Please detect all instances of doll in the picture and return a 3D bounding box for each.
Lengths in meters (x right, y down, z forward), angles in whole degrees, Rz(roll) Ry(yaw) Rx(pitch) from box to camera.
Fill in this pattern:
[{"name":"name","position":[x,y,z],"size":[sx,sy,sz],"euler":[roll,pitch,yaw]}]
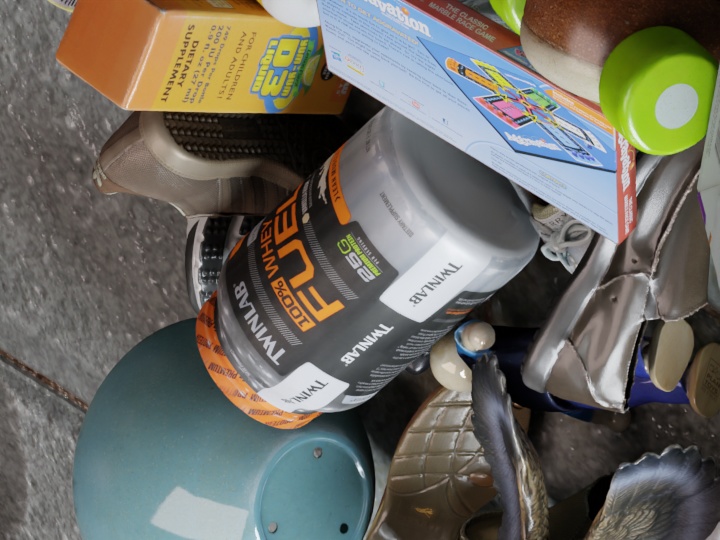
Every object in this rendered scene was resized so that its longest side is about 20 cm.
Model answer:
[{"name":"doll","position":[0.117,0.058,1.599],"size":[0.199,0.049,0.136],"euler":[0,156,45]}]

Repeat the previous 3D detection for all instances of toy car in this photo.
[{"name":"toy car","position":[0.167,-0.175,1.303],"size":[0.164,0.157,0.201],"euler":[-128,47,-56]}]

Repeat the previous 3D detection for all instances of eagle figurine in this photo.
[{"name":"eagle figurine","position":[0.112,0.164,1.571],"size":[0.201,0.151,0.151],"euler":[-71,22,6]}]

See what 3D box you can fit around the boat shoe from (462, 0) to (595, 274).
[{"name":"boat shoe","position":[0.103,-0.060,1.538],"size":[0.074,0.065,0.203],"euler":[-12,108,56]}]

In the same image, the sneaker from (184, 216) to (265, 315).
[{"name":"sneaker","position":[-0.078,-0.066,1.732],"size":[0.080,0.073,0.202],"euler":[15,98,58]}]

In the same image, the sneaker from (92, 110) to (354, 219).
[{"name":"sneaker","position":[-0.076,-0.065,1.657],"size":[0.075,0.199,0.071],"euler":[-29,64,34]}]

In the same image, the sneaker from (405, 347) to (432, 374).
[{"name":"sneaker","position":[-0.016,0.037,1.752],"size":[0.199,0.071,0.083],"euler":[-3,101,53]}]

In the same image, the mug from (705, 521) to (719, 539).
[{"name":"mug","position":[0.213,0.220,1.506],"size":[0.148,0.199,0.176],"euler":[59,157,20]}]

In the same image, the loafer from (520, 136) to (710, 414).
[{"name":"loafer","position":[0.159,-0.009,1.471],"size":[0.071,0.073,0.201],"euler":[31,115,8]}]

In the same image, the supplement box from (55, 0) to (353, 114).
[{"name":"supplement box","position":[-0.079,-0.133,1.589],"size":[0.069,0.199,0.067],"euler":[35,113,29]}]

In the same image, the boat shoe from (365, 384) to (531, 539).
[{"name":"boat shoe","position":[0.051,0.123,1.746],"size":[0.072,0.068,0.201],"euler":[21,125,-6]}]

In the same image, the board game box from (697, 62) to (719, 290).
[{"name":"board game box","position":[0.259,-0.040,1.215],"size":[0.103,0.198,0.105],"euler":[-96,7,-47]}]

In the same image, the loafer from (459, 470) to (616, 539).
[{"name":"loafer","position":[0.141,0.156,1.660],"size":[0.199,0.076,0.068],"euler":[-2,106,36]}]

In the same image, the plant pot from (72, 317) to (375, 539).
[{"name":"plant pot","position":[-0.067,0.137,1.785],"size":[0.134,0.199,0.201],"euler":[11,126,54]}]

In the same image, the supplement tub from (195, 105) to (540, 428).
[{"name":"supplement tub","position":[0.000,0.000,1.609],"size":[0.200,0.122,0.123],"euler":[-42,82,32]}]

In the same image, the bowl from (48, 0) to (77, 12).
[{"name":"bowl","position":[-0.167,-0.267,1.682],"size":[0.201,0.094,0.202],"euler":[43,148,36]}]

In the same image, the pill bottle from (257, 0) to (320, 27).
[{"name":"pill bottle","position":[-0.037,-0.209,1.555],"size":[0.200,0.113,0.113],"euler":[45,145,17]}]

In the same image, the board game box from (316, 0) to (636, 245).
[{"name":"board game box","position":[0.057,-0.096,1.425],"size":[0.199,0.019,0.103],"euler":[33,155,26]}]
